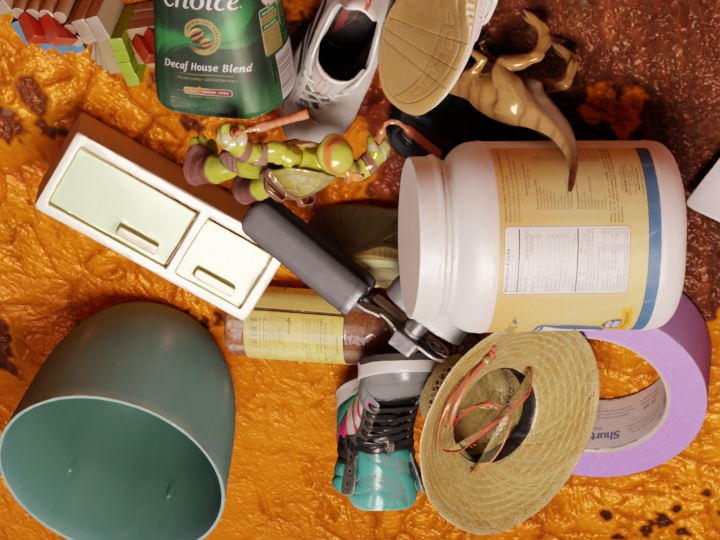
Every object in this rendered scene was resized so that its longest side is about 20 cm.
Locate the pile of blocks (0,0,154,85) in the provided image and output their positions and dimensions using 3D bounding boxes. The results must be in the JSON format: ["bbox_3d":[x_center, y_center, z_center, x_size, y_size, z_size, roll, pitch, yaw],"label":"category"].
[{"bbox_3d":[-0.221,-0.183,1.670,0.199,0.062,0.082,13,133,2],"label":"pile of blocks"}]

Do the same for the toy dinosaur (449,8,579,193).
[{"bbox_3d":[0.122,-0.130,1.600,0.200,0.106,0.060,33,171,34],"label":"toy dinosaur"}]

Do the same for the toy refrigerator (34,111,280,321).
[{"bbox_3d":[-0.163,-0.043,1.762,0.200,0.070,0.076,30,105,-14],"label":"toy refrigerator"}]

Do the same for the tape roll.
[{"bbox_3d":[0.196,0.084,1.812,0.199,0.066,0.201,7,133,8],"label":"tape roll"}]

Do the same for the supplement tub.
[{"bbox_3d":[0.134,-0.026,1.611,0.199,0.145,0.145,-1,133,-6],"label":"supplement tub"}]

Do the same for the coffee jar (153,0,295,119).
[{"bbox_3d":[-0.108,-0.217,1.575,0.104,0.085,0.201,7,122,19],"label":"coffee jar"}]

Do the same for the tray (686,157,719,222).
[{"bbox_3d":[0.345,-0.098,1.638,0.107,0.022,0.200,25,133,-9],"label":"tray"}]

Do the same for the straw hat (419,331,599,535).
[{"bbox_3d":[0.097,0.111,1.745,0.085,0.201,0.201,27,148,44],"label":"straw hat"}]

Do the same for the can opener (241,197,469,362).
[{"bbox_3d":[0.000,0.000,1.709,0.200,0.053,0.067,39,104,4],"label":"can opener"}]

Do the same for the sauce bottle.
[{"bbox_3d":[-0.015,0.050,1.831,0.199,0.066,0.066,6,133,11],"label":"sauce bottle"}]

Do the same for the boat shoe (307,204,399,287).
[{"bbox_3d":[0.048,-0.012,1.748,0.200,0.073,0.063,0,147,27],"label":"boat shoe"}]

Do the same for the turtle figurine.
[{"bbox_3d":[-0.048,-0.080,1.635,0.200,0.065,0.161,0,176,-42],"label":"turtle figurine"}]

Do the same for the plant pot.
[{"bbox_3d":[-0.199,0.126,1.878,0.200,0.161,0.201,7,132,8],"label":"plant pot"}]

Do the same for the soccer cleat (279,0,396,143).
[{"bbox_3d":[-0.021,-0.154,1.632,0.068,0.085,0.200,21,133,-6],"label":"soccer cleat"}]

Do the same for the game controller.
[{"bbox_3d":[0.122,-0.094,1.692,0.200,0.042,0.104,28,117,-13],"label":"game controller"}]

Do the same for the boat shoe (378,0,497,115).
[{"bbox_3d":[0.073,-0.205,1.562,0.071,0.069,0.200,34,125,17],"label":"boat shoe"}]

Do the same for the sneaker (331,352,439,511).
[{"bbox_3d":[0.022,0.142,1.818,0.083,0.121,0.200,-1,164,-12],"label":"sneaker"}]
